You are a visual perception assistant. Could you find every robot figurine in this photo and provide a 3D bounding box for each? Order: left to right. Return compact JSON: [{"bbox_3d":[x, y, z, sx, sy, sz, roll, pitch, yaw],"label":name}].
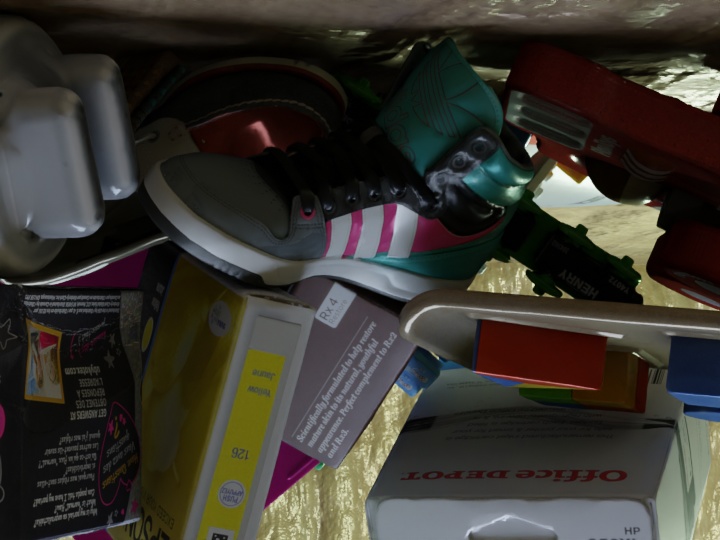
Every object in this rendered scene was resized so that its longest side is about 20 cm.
[{"bbox_3d":[-0.199,-0.052,1.024,0.200,0.113,0.170,0,-159,20],"label":"robot figurine"}]

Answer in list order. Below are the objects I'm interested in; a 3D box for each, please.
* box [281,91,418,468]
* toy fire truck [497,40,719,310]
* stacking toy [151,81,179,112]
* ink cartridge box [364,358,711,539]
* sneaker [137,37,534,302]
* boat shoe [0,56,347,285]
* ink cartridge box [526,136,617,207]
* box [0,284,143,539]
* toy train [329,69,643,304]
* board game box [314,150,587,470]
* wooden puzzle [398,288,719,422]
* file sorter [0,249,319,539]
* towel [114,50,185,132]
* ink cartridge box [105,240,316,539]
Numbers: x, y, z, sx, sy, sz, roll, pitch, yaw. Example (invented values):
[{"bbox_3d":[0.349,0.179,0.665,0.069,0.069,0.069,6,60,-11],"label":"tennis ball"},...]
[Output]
[{"bbox_3d":[0.000,0.000,1.217,0.075,0.100,0.200,30,-149,-3],"label":"box"},{"bbox_3d":[0.146,-0.059,1.157,0.168,0.112,0.200,24,178,2],"label":"toy fire truck"},{"bbox_3d":[-0.081,-0.041,1.295,0.085,0.086,0.200,1,169,-2],"label":"stacking toy"},{"bbox_3d":[0.097,0.109,1.217,0.144,0.084,0.200,-2,-159,16],"label":"ink cartridge box"},{"bbox_3d":[0.005,-0.051,1.058,0.200,0.121,0.084,8,-143,-45],"label":"sneaker"},{"bbox_3d":[-0.095,-0.044,1.140,0.200,0.063,0.071,-18,128,27],"label":"boat shoe"},{"bbox_3d":[0.122,-0.066,1.440,0.162,0.057,0.200,3,-179,-38],"label":"ink cartridge box"},{"bbox_3d":[-0.212,0.063,1.062,0.200,0.115,0.132,1,179,19],"label":"box"},{"bbox_3d":[0.056,-0.036,1.180,0.200,0.042,0.056,33,-173,-9],"label":"toy train"},{"bbox_3d":[0.049,0.015,1.345,0.026,0.200,0.200,40,153,-3],"label":"board game box"},{"bbox_3d":[0.135,0.044,1.111,0.200,0.046,0.185,0,170,18],"label":"wooden puzzle"},{"bbox_3d":[-0.137,0.058,1.304,0.139,0.200,0.125,-40,-170,-5],"label":"file sorter"},{"bbox_3d":[-0.184,-0.046,1.160,0.200,0.147,0.022,-3,134,49],"label":"towel"},{"bbox_3d":[-0.089,0.093,1.127,0.047,0.200,0.198,16,-177,-20],"label":"ink cartridge box"}]
